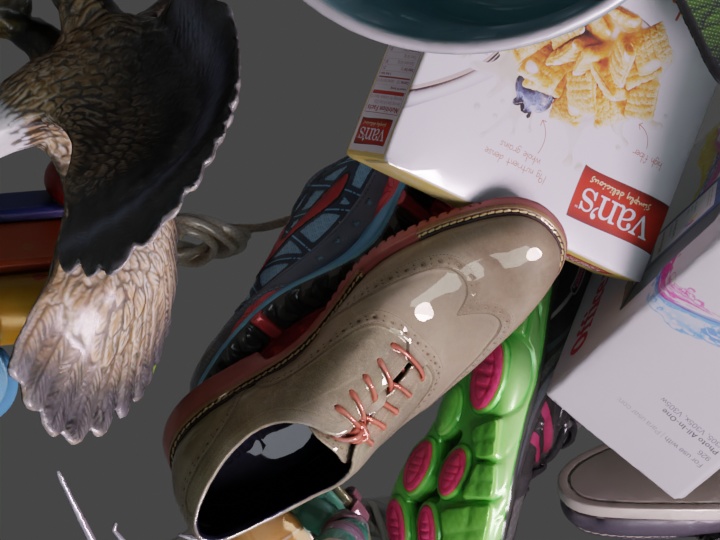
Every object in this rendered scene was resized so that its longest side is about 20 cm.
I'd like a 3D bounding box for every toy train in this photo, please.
[{"bbox_3d":[-0.109,0.010,1.262,0.200,0.116,0.085,-5,124,-15],"label":"toy train"}]

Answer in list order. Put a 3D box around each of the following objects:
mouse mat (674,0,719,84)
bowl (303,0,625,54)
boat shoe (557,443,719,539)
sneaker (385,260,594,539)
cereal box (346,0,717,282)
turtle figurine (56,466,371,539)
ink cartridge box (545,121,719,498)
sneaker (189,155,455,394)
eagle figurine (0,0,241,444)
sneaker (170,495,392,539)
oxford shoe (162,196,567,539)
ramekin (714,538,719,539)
[{"bbox_3d":[0.201,-0.184,1.225,0.200,0.008,0.161,-27,93,-12],"label":"mouse mat"},{"bbox_3d":[0.055,-0.168,1.140,0.201,0.201,0.105,-34,163,6],"label":"bowl"},{"bbox_3d":[0.189,0.120,1.461,0.200,0.073,0.063,-4,121,-21],"label":"boat shoe"},{"bbox_3d":[0.073,0.075,1.363,0.084,0.077,0.200,15,94,-39],"label":"sneaker"},{"bbox_3d":[0.092,-0.112,1.240,0.144,0.040,0.200,23,84,-31],"label":"cereal box"},{"bbox_3d":[-0.033,0.134,1.316,0.200,0.101,0.150,48,144,-15],"label":"turtle figurine"},{"bbox_3d":[0.185,-0.014,1.280,0.087,0.145,0.200,38,128,-7],"label":"ink cartridge box"},{"bbox_3d":[0.000,0.000,1.298,0.200,0.096,0.079,-45,115,-2],"label":"sneaker"},{"bbox_3d":[-0.104,-0.052,1.166,0.151,0.200,0.152,-36,152,14],"label":"eagle figurine"},{"bbox_3d":[-0.029,0.134,1.402,0.200,0.075,0.087,-20,121,-5],"label":"sneaker"},{"bbox_3d":[0.007,0.048,1.212,0.200,0.075,0.070,-39,117,15],"label":"oxford shoe"},{"bbox_3d":[0.204,0.199,1.467,0.202,0.094,0.202,-10,153,-5],"label":"ramekin"}]
